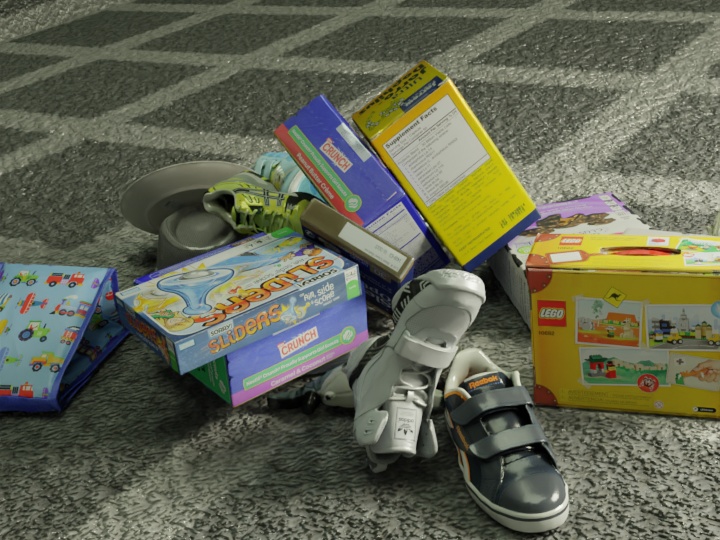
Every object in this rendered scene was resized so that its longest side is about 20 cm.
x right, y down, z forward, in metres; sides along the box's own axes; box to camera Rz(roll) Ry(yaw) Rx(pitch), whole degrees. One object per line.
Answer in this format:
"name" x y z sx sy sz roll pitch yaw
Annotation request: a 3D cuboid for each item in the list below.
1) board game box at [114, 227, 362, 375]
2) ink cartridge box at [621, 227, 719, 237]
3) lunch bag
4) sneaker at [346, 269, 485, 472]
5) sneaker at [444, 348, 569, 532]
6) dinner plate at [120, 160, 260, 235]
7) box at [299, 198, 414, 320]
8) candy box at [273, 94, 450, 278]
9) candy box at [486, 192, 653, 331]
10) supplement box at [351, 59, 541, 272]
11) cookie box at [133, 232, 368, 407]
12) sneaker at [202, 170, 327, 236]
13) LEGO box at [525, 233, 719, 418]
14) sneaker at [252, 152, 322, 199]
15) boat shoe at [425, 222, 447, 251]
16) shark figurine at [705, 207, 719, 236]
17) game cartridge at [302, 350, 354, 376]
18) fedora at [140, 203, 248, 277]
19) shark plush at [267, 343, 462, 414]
"board game box" -0.117 0.023 1.021 0.199 0.035 0.135 -24 31 -29
"ink cartridge box" 0.314 0.025 1.060 0.198 0.117 0.067 9 29 30
"lunch bag" -0.366 0.086 1.170 0.149 0.095 0.201 2 35 14
"sneaker" 0.050 0.091 0.913 0.074 0.200 0.116 14 51 -23
"sneaker" 0.117 0.140 0.917 0.078 0.080 0.200 -12 27 -12
"dinner plate" -0.218 -0.085 1.415 0.198 0.201 0.024 -9 64 -4
"box" 0.000 0.000 1.136 0.120 0.200 0.033 31 77 12
"candy box" 0.006 -0.082 1.212 0.077 0.200 0.170 -38 61 2
"candy box" 0.247 -0.012 1.211 0.166 0.072 0.200 -10 24 -5
"supplement box" 0.095 -0.117 1.196 0.108 0.200 0.110 -37 24 3
"cookie box" -0.116 0.043 1.107 0.170 0.076 0.199 -23 29 -30
"sneaker" -0.107 -0.058 1.259 0.199 0.076 0.076 21 32 40
"LEGO box" 0.259 0.049 0.985 0.198 0.150 0.077 2 26 19
"sneaker" -0.112 -0.123 1.548 0.129 0.080 0.200 2 16 14
"boat shoe" 0.078 -0.042 1.328 0.198 0.071 0.070 -21 52 -3
"shark figurine" 0.427 -0.029 1.170 0.089 0.217 0.128 22 -23 -27
"game cartridge" -0.070 0.060 1.190 0.132 0.041 0.200 -13 25 -3
"fedora" -0.200 -0.028 1.346 0.175 0.091 0.200 -10 25 -6
"shark plush" 0.009 0.116 1.059 0.199 0.091 0.083 -28 4 3
